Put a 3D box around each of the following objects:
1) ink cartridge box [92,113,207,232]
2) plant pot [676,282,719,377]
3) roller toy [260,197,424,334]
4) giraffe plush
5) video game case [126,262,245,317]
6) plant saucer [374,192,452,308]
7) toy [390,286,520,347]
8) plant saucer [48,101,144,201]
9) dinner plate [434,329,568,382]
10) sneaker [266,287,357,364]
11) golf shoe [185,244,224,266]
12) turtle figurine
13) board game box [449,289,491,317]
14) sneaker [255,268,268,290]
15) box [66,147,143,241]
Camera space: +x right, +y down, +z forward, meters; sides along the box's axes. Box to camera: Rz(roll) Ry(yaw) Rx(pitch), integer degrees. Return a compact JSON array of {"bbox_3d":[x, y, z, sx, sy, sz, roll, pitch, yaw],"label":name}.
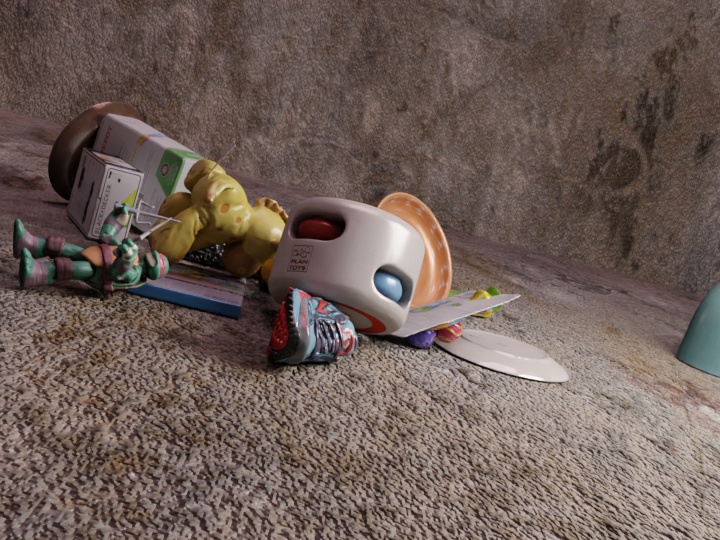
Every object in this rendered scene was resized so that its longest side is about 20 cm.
[{"bbox_3d":[-0.359,-0.156,1.773,0.199,0.146,0.087,29,14,28],"label":"ink cartridge box"},{"bbox_3d":[0.701,0.112,1.948,0.199,0.162,0.201,14,7,-2],"label":"plant pot"},{"bbox_3d":[-0.022,0.002,1.343,0.199,0.141,0.182,18,-16,-6],"label":"roller toy"},{"bbox_3d":[-0.174,-0.062,1.463,0.162,0.200,0.173,37,34,-23],"label":"giraffe plush"},{"bbox_3d":[-0.223,0.019,1.388,0.142,0.018,0.200,14,8,-7],"label":"video game case"},{"bbox_3d":[0.072,-0.023,1.677,0.037,0.201,0.200,-17,-15,39],"label":"plant saucer"},{"bbox_3d":[0.111,0.072,1.444,0.199,0.047,0.115,-20,13,-29],"label":"toy"},{"bbox_3d":[-0.448,-0.197,1.848,0.032,0.201,0.200,38,18,28],"label":"plant saucer"},{"bbox_3d":[0.200,0.114,1.500,0.199,0.024,0.200,14,7,-2],"label":"dinner plate"},{"bbox_3d":[-0.046,0.063,1.188,0.095,0.080,0.200,17,8,-1],"label":"sneaker"},{"bbox_3d":[-0.212,-0.038,1.645,0.199,0.078,0.094,23,-2,3],"label":"golf shoe"},{"bbox_3d":[-0.292,-0.019,1.220,0.199,0.101,0.150,-2,16,-26],"label":"turtle figurine"},{"bbox_3d":[0.136,0.048,1.819,0.199,0.030,0.095,6,12,-33],"label":"board game box"},{"bbox_3d":[-0.087,0.008,1.523,0.072,0.072,0.200,10,12,-41],"label":"sneaker"},{"bbox_3d":[-0.401,-0.118,1.652,0.060,0.117,0.200,14,6,-26],"label":"box"}]
